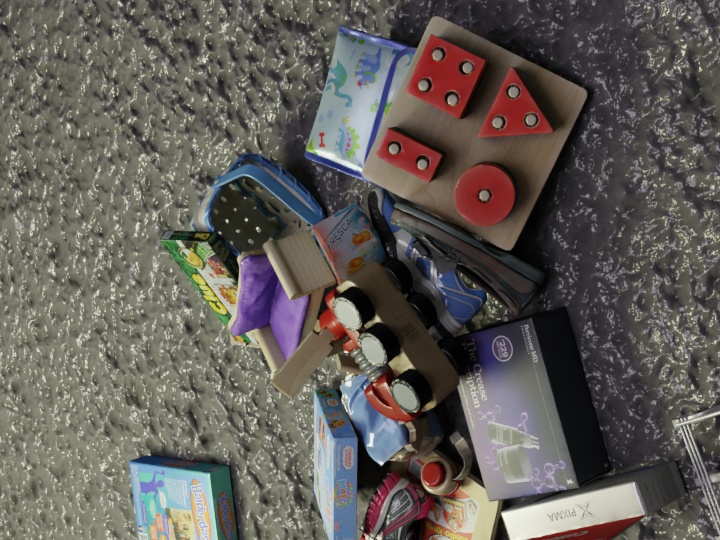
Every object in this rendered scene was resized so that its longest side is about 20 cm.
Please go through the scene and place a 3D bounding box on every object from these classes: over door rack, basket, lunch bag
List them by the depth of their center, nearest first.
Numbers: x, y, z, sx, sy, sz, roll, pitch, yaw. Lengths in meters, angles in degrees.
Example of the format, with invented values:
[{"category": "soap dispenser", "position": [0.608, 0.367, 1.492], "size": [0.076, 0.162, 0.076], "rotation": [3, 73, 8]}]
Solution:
[{"category": "over door rack", "position": [0.420, 0.202, 1.405], "size": [0.200, 0.066, 0.150], "rotation": [-34, 75, 63]}, {"category": "lunch bag", "position": [0.049, -0.184, 1.630], "size": [0.198, 0.127, 0.172], "rotation": [24, 103, 30]}, {"category": "basket", "position": [-0.124, -0.072, 1.781], "size": [0.176, 0.140, 0.199], "rotation": [40, 161, -25]}]

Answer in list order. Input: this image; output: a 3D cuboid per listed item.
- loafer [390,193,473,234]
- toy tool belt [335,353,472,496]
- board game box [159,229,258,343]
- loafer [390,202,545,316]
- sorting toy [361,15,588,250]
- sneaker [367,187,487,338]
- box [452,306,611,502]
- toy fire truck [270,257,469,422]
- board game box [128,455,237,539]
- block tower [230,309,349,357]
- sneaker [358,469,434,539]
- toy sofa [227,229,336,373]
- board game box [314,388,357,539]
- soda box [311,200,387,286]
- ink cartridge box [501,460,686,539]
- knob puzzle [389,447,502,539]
[{"category": "loafer", "position": [0.114, -0.067, 1.652], "size": [0.198, 0.072, 0.063], "rotation": [3, 129, 46]}, {"category": "toy tool belt", "position": [0.041, 0.192, 1.696], "size": [0.125, 0.122, 0.201], "rotation": [-42, 58, 19]}, {"category": "board game box", "position": [-0.179, 0.025, 1.812], "size": [0.104, 0.024, 0.201], "rotation": [6, 139, 45]}, {"category": "loafer", "position": [0.118, -0.012, 1.567], "size": [0.064, 0.198, 0.072], "rotation": [-64, 12, 2]}, {"category": "sorting toy", "position": [0.124, -0.153, 1.523], "size": [0.197, 0.070, 0.202], "rotation": [27, 100, 6]}, {"category": "sneaker", "position": [0.077, -0.018, 1.636], "size": [0.077, 0.076, 0.201], "rotation": [-34, 86, -1]}, {"category": "box", "position": [0.197, 0.160, 1.609], "size": [0.140, 0.078, 0.203], "rotation": [-18, 86, 41]}, {"category": "toy fire truck", "position": [0.001, 0.107, 1.615], "size": [0.177, 0.128, 0.200], "rotation": [54, 145, -1]}, {"category": "board game box", "position": [-0.275, 0.374, 2.112], "size": [0.198, 0.045, 0.155], "rotation": [1, 99, 43]}, {"category": "block tower", "position": [-0.097, 0.081, 1.877], "size": [0.198, 0.057, 0.055], "rotation": [4, 102, 41]}, {"category": "sneaker", "position": [0.036, 0.356, 1.763], "size": [0.074, 0.081, 0.202], "rotation": [25, 126, 14]}, {"category": "toy sofa", "position": [-0.101, 0.046, 1.694], "size": [0.083, 0.097, 0.201], "rotation": [60, 156, 25]}, {"category": "board game box", "position": [-0.035, 0.259, 1.792], "size": [0.200, 0.036, 0.154], "rotation": [-121, 31, -75]}, {"category": "soda box", "position": [0.000, 0.000, 1.678], "size": [0.064, 0.068, 0.201], "rotation": [60, 175, 29]}, {"category": "ink cartridge box", "position": [0.239, 0.275, 1.526], "size": [0.199, 0.175, 0.045], "rotation": [-24, 84, 42]}, {"category": "knob puzzle", "position": [0.103, 0.330, 1.762], "size": [0.218, 0.030, 0.223], "rotation": [14, 110, 43]}]
